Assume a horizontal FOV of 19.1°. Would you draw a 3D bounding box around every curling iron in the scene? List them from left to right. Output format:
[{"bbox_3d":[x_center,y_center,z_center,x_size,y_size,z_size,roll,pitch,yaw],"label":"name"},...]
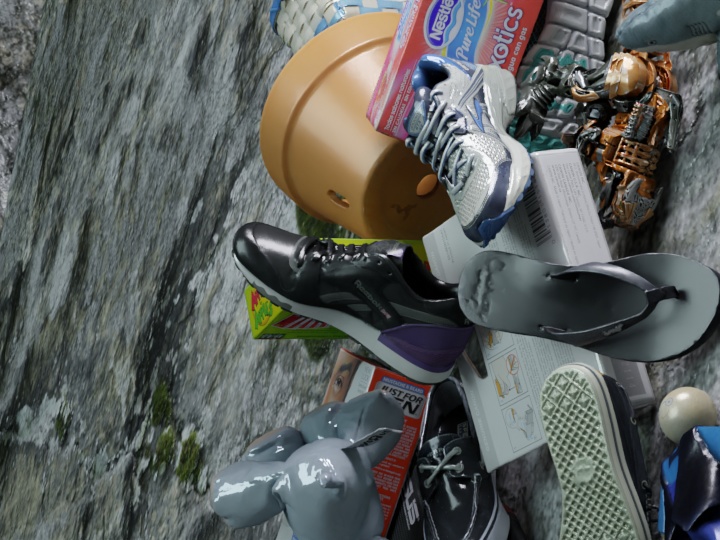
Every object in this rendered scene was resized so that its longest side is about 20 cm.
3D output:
[{"bbox_3d":[0.106,0.206,1.678,0.049,0.026,0.200,-37,29,-4],"label":"curling iron"}]

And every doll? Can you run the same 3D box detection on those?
[{"bbox_3d":[0.223,0.158,1.394,0.137,0.048,0.201,114,165,-45],"label":"doll"}]

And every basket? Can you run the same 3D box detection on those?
[{"bbox_3d":[-0.013,-0.279,2.097,0.139,0.175,0.201,-57,38,45],"label":"basket"}]

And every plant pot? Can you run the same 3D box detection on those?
[{"bbox_3d":[0.030,-0.108,1.888,0.140,0.199,0.201,48,122,45],"label":"plant pot"}]

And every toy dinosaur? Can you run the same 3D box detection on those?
[{"bbox_3d":[0.200,-0.128,1.626,0.135,0.102,0.201,-9,49,51],"label":"toy dinosaur"}]

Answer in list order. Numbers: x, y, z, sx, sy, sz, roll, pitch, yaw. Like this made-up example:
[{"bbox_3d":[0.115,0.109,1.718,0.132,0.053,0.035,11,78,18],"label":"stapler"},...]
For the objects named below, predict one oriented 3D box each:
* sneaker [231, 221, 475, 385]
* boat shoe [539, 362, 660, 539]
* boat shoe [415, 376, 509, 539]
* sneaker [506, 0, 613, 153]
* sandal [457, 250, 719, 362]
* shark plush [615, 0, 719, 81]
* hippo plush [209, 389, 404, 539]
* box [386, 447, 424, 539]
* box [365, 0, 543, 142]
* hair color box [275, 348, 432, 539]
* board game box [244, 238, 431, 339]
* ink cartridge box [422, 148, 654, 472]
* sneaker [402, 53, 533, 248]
[{"bbox_3d":[0.000,0.000,1.651,0.088,0.199,0.076,-62,-1,34],"label":"sneaker"},{"bbox_3d":[0.172,0.163,1.483,0.074,0.062,0.202,-15,81,34],"label":"boat shoe"},{"bbox_3d":[0.074,0.160,1.680,0.071,0.068,0.201,-24,32,23],"label":"boat shoe"},{"bbox_3d":[0.161,-0.181,1.760,0.091,0.077,0.201,157,133,-73],"label":"sneaker"},{"bbox_3d":[0.160,0.024,1.506,0.199,0.043,0.077,1,84,25],"label":"sandal"},{"bbox_3d":[0.263,-0.205,1.490,0.200,0.083,0.092,-38,42,57],"label":"shark plush"},{"bbox_3d":[-0.002,0.198,1.690,0.199,0.159,0.162,-12,108,52],"label":"hippo plush"},{"bbox_3d":[0.032,0.284,1.787,0.201,0.047,0.194,-102,33,-49],"label":"box"},{"bbox_3d":[0.083,-0.196,1.733,0.103,0.094,0.201,-112,42,-78],"label":"box"},{"bbox_3d":[-0.009,0.177,1.822,0.111,0.064,0.201,-161,91,-73],"label":"hair color box"},{"bbox_3d":[0.015,0.017,1.791,0.102,0.199,0.048,-44,52,52],"label":"board game box"},{"bbox_3d":[0.131,0.033,1.616,0.176,0.044,0.201,-37,65,56],"label":"ink cartridge box"},{"bbox_3d":[0.070,-0.092,1.587,0.077,0.085,0.201,-56,23,29],"label":"sneaker"}]
